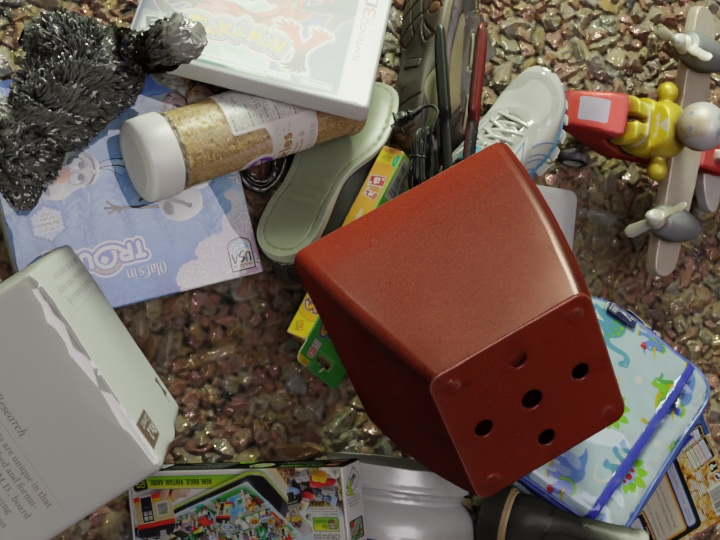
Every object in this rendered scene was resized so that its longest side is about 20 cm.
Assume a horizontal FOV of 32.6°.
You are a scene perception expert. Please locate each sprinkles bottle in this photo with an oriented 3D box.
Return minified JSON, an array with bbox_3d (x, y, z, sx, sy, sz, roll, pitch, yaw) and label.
[{"bbox_3d":[-0.093,-0.117,1.006,0.200,0.068,0.068,-22,96,-25],"label":"sprinkles bottle"}]

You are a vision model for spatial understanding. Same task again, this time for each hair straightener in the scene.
[{"bbox_3d":[0.063,-0.114,1.048,0.077,0.041,0.200,4,84,6],"label":"hair straightener"}]

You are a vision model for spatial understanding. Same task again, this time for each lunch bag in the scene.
[{"bbox_3d":[0.210,0.136,1.106,0.161,0.082,0.200,40,67,6],"label":"lunch bag"}]

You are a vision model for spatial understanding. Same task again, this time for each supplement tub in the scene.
[{"bbox_3d":[0.020,0.261,1.039,0.145,0.145,0.200,8,85,-20],"label":"supplement tub"}]

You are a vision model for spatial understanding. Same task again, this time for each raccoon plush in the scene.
[{"bbox_3d":[-0.214,-0.122,0.902,0.097,0.200,0.134,36,62,-28],"label":"raccoon plush"}]

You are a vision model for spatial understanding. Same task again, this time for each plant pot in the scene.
[{"bbox_3d":[0.094,0.055,0.969,0.200,0.176,0.200,-29,126,-6],"label":"plant pot"}]

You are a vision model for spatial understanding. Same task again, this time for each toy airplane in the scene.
[{"bbox_3d":[0.301,-0.122,1.159,0.199,0.141,0.200,-34,100,-19],"label":"toy airplane"}]

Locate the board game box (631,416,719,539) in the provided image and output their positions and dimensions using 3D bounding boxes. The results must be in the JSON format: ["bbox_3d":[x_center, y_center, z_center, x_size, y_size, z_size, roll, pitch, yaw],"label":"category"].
[{"bbox_3d":[0.251,0.205,1.179,0.200,0.046,0.152,-25,97,-19],"label":"board game box"}]

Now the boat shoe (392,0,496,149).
[{"bbox_3d":[0.080,-0.205,1.123,0.073,0.074,0.200,12,93,-29],"label":"boat shoe"}]

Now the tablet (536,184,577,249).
[{"bbox_3d":[0.140,0.016,1.162,0.130,0.014,0.200,7,86,-20],"label":"tablet"}]

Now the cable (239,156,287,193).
[{"bbox_3d":[-0.079,-0.171,1.066,0.097,0.050,0.200,21,79,-16],"label":"cable"}]

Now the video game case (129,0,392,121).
[{"bbox_3d":[-0.076,-0.221,1.019,0.200,0.023,0.183,13,58,-3],"label":"video game case"}]

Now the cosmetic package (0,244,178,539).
[{"bbox_3d":[-0.262,0.108,0.902,0.200,0.165,0.165,-33,100,0],"label":"cosmetic package"}]

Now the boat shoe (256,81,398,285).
[{"bbox_3d":[-0.025,-0.079,1.080,0.072,0.061,0.201,21,63,22],"label":"boat shoe"}]

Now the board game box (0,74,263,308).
[{"bbox_3d":[-0.200,-0.071,1.022,0.200,0.043,0.199,-15,94,-20],"label":"board game box"}]

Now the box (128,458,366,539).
[{"bbox_3d":[-0.091,0.210,0.989,0.035,0.200,0.110,-6,90,-65],"label":"box"}]

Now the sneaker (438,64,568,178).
[{"bbox_3d":[0.117,-0.099,1.094,0.075,0.087,0.200,28,86,27],"label":"sneaker"}]

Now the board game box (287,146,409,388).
[{"bbox_3d":[0.000,0.000,1.074,0.200,0.030,0.096,-65,152,-12],"label":"board game box"}]

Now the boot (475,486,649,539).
[{"bbox_3d":[0.174,0.276,1.060,0.200,0.138,0.078,78,31,-45],"label":"boot"}]
